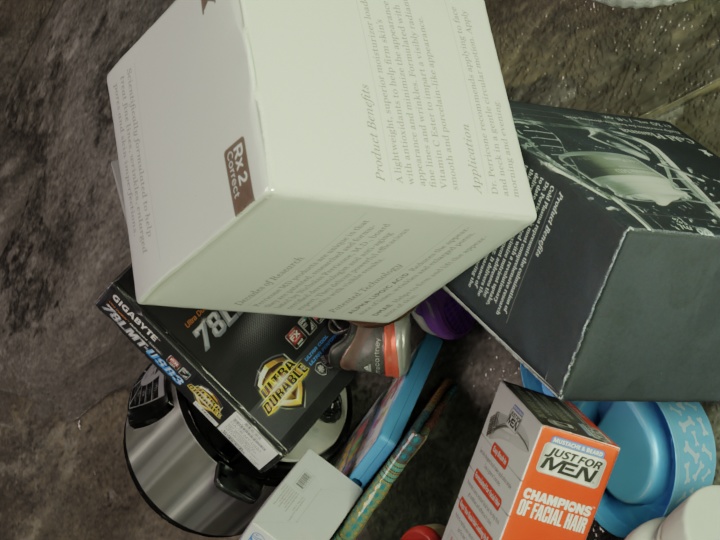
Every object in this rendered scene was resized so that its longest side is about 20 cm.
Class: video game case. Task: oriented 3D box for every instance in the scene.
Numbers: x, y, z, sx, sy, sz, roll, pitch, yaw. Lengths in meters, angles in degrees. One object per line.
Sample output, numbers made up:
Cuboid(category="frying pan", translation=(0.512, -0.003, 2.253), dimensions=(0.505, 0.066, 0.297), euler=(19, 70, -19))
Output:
Cuboid(category="video game case", translation=(-0.001, 0.158, 1.464), dimensions=(0.200, 0.018, 0.143), euler=(-55, 3, 39))

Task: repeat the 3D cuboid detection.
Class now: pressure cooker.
Cuboid(category="pressure cooker", translation=(-0.103, 0.127, 1.564), dimensions=(0.200, 0.178, 0.177), euler=(-44, 68, 46))

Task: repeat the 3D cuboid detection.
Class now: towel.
Cuboid(category="towel", translation=(0.010, 0.187, 1.406), dimensions=(0.022, 0.147, 0.201), euler=(35, 110, 3))

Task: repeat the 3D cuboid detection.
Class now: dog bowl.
Cuboid(category="dog bowl", translation=(0.184, 0.096, 1.234), dimensions=(0.201, 0.049, 0.112), euler=(63, 141, 37))

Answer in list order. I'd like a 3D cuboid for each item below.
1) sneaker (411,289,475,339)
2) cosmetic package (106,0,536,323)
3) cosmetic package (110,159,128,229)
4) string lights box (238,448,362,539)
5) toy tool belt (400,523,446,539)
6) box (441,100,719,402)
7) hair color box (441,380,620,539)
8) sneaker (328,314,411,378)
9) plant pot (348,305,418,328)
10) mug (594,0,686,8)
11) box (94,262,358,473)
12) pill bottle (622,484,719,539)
Cuboid(category="sneaker", translation=(0.095, -0.034, 1.364), dimensions=(0.088, 0.080, 0.202), euler=(25, 112, 37))
Cuboid(category="cosmetic package", translation=(-0.028, -0.077, 1.077), dimensions=(0.165, 0.198, 0.166), euler=(-37, 56, 47))
Cuboid(category="cosmetic package", translation=(-0.155, -0.038, 1.623), dimensions=(0.201, 0.106, 0.091), euler=(77, 174, -60))
Cuboid(category="string lights box", translation=(-0.082, 0.247, 1.403), dimensions=(0.059, 0.103, 0.201), euler=(36, 129, 4))
Cuboid(category="toy tool belt", translation=(0.047, 0.270, 1.384), dimensions=(0.125, 0.122, 0.201), euler=(51, 124, 30))
Cuboid(category="box", translation=(0.169, -0.014, 1.132), dimensions=(0.197, 0.198, 0.125), euler=(47, 125, 47))
Cuboid(category="hair color box", translation=(0.102, 0.190, 1.195), dimensions=(0.111, 0.063, 0.202), euler=(-130, 58, -74))
Cuboid(category="sneaker", translation=(0.000, 0.000, 1.449), dimensions=(0.077, 0.081, 0.201), euler=(86, -178, -48))
Cuboid(category="plant pot", translation=(-0.053, -0.071, 1.318), dimensions=(0.200, 0.197, 0.202), euler=(-20, 64, 49))
Cuboid(category="mug", translation=(0.211, -0.272, 1.157), dimensions=(0.175, 0.147, 0.201), euler=(-23, 39, 61))
Cuboid(category="box", translation=(-0.089, 0.033, 1.452), dimensions=(0.199, 0.200, 0.050), euler=(47, 139, -4))
Cuboid(category="pill bottle", translation=(0.198, 0.236, 1.152), dimensions=(0.200, 0.112, 0.114), euler=(-55, 46, 40))
